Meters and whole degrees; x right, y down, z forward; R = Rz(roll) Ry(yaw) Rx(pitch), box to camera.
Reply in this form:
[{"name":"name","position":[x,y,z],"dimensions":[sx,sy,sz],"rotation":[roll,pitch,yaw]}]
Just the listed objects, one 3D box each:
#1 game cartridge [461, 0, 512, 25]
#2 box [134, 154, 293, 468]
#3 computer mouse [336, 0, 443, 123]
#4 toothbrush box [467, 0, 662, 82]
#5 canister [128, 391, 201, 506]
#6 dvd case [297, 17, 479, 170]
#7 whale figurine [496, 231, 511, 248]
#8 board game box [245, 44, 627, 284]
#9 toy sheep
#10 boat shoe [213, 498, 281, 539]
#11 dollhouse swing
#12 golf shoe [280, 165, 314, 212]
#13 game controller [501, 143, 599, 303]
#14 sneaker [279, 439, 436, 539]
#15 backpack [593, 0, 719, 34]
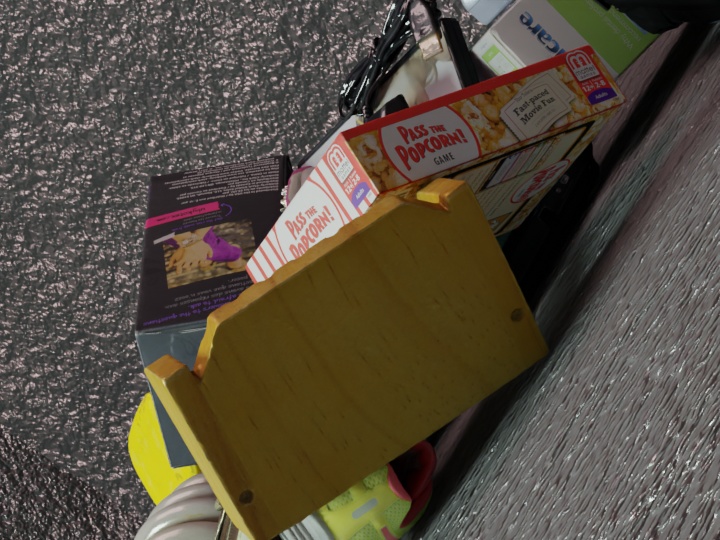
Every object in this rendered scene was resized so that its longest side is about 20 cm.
[{"name":"game cartridge","position":[0.147,-0.248,1.754],"dimensions":[0.200,0.041,0.133],"rotation":[-44,6,19]},{"name":"box","position":[-0.090,0.026,1.859],"dimensions":[0.200,0.106,0.123],"rotation":[-90,-10,-55]},{"name":"computer mouse","position":[0.033,-0.088,1.728],"dimensions":[0.200,0.046,0.141],"rotation":[-94,26,-42]},{"name":"toothbrush box","position":[0.169,-0.186,1.772],"dimensions":[0.200,0.086,0.146],"rotation":[-46,2,-8]},{"name":"canister","position":[-0.066,0.098,1.982],"dimensions":[0.200,0.087,0.149],"rotation":[-26,-15,-23]},{"name":"dvd case","position":[0.029,-0.059,1.807],"dimensions":[0.017,0.143,0.200],"rotation":[-2,-26,-35]},{"name":"whale figurine","position":[0.103,-0.068,1.895],"dimensions":[0.200,0.103,0.160],"rotation":[-30,-58,-47]},{"name":"board game box","position":[0.045,-0.051,1.592],"dimensions":[0.200,0.046,0.152],"rotation":[-21,-19,-36]},{"name":"toy sheep","position":[-0.099,0.209,1.858],"dimensions":[0.138,0.138,0.200],"rotation":[-54,16,31]},{"name":"boat shoe","position":[-0.066,0.154,1.718],"dimensions":[0.075,0.075,0.203],"rotation":[1,-71,-46]},{"name":"dollhouse swing","position":[-0.027,0.031,1.533],"dimensions":[0.200,0.182,0.176],"rotation":[-33,33,-9]},{"name":"golf shoe","position":[0.000,0.000,1.784],"dimensions":[0.075,0.091,0.200],"rotation":[69,-175,-46]},{"name":"game controller","position":[0.097,-0.002,1.748],"dimensions":[0.200,0.042,0.104],"rotation":[-58,4,-31]},{"name":"sneaker","position":[0.011,0.129,1.602],"dimensions":[0.090,0.078,0.200],"rotation":[-35,6,13]},{"name":"backpack","position":[0.189,-0.219,1.581],"dimensions":[0.154,0.163,0.200],"rotation":[-42,12,6]}]
